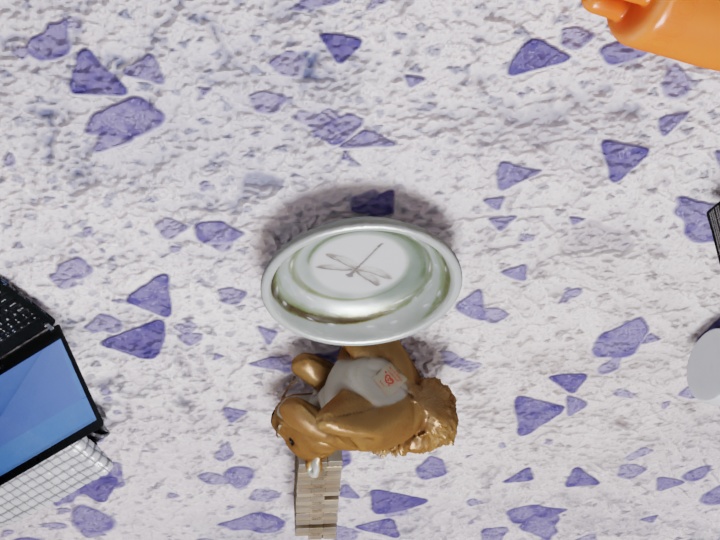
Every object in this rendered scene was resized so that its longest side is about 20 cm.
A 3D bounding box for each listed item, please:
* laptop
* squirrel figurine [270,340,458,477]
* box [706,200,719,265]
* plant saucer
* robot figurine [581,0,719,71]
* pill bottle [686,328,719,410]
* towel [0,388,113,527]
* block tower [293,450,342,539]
[{"bbox_3d":[-0.393,0.111,1.571,0.177,0.103,0.200,-30,132,18],"label":"laptop"},{"bbox_3d":[0.001,0.163,1.685,0.200,0.142,0.187,17,144,-22],"label":"squirrel figurine"},{"bbox_3d":[0.452,-0.042,1.438,0.149,0.124,0.200,30,127,-24],"label":"box"},{"bbox_3d":[0.000,0.000,1.536,0.200,0.050,0.200,-3,143,-2],"label":"plant saucer"},{"bbox_3d":[0.275,-0.220,1.225,0.200,0.117,0.144,12,129,-19],"label":"robot figurine"},{"bbox_3d":[0.462,0.128,1.701,0.200,0.111,0.111,17,138,-25],"label":"pill bottle"},{"bbox_3d":[-0.396,0.189,1.717,0.200,0.086,0.166,-30,128,22],"label":"towel"},{"bbox_3d":[-0.052,0.256,1.862,0.054,0.058,0.200,-2,142,-5],"label":"block tower"}]
